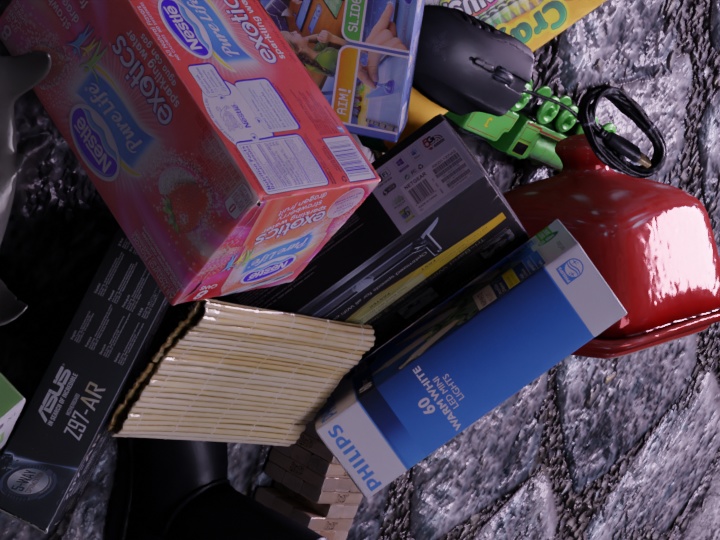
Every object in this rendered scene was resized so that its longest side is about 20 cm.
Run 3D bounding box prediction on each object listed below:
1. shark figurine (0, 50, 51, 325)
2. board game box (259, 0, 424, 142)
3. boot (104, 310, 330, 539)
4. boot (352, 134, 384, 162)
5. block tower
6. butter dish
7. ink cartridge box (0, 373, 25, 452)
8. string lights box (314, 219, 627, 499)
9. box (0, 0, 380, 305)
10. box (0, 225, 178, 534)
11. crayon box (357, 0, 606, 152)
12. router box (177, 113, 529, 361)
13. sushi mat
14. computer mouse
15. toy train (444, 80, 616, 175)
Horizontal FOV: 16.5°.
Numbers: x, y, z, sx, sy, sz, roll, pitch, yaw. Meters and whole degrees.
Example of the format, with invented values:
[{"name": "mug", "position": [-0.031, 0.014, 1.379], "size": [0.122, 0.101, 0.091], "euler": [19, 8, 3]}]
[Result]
[{"name": "shark figurine", "position": [-0.211, -0.016, 1.369], "size": [0.215, 0.089, 0.128], "euler": [-60, 147, -1]}, {"name": "board game box", "position": [-0.027, -0.184, 1.457], "size": [0.034, 0.135, 0.201], "euler": [-63, 164, -63]}, {"name": "boot", "position": [-0.078, 0.140, 1.575], "size": [0.076, 0.168, 0.201], "euler": [-14, 123, -48]}, {"name": "boot", "position": [-0.024, -0.024, 1.634], "size": [0.138, 0.077, 0.200], "euler": [-45, 129, -18]}, {"name": "block tower", "position": [-0.014, 0.098, 1.733], "size": [0.058, 0.054, 0.201], "euler": [9, 104, -55]}, {"name": "butter dish", "position": [0.163, -0.024, 1.790], "size": [0.200, 0.199, 0.148], "euler": [-12, 105, -48]}, {"name": "ink cartridge box", "position": [-0.241, 0.095, 1.336], "size": [0.104, 0.059, 0.200], "euler": [-42, 175, -27]}, {"name": "string lights box", "position": [0.067, 0.055, 1.579], "size": [0.200, 0.103, 0.059], "euler": [-36, 99, 3]}, {"name": "box", "position": [-0.096, -0.091, 1.353], "size": [0.102, 0.200, 0.095], "euler": [-12, 151, -50]}, {"name": "box", "position": [-0.149, 0.050, 1.459], "size": [0.200, 0.043, 0.160], "euler": [-63, 180, 0]}, {"name": "crayon box", "position": [0.058, -0.178, 1.549], "size": [0.200, 0.058, 0.119], "euler": [-36, 107, -10]}, {"name": "router box", "position": [0.000, 0.000, 1.548], "size": [0.200, 0.052, 0.157], "euler": [-36, 161, 3]}, {"name": "sushi mat", "position": [-0.066, 0.063, 1.465], "size": [0.096, 0.012, 0.200], "euler": [-53, 154, 14]}, {"name": "computer mouse", "position": [0.108, -0.107, 1.527], "size": [0.200, 0.034, 0.059], "euler": [23, 91, -20]}, {"name": "toy train", "position": [0.121, -0.106, 1.790], "size": [0.200, 0.042, 0.056], "euler": [18, 107, -56]}]
